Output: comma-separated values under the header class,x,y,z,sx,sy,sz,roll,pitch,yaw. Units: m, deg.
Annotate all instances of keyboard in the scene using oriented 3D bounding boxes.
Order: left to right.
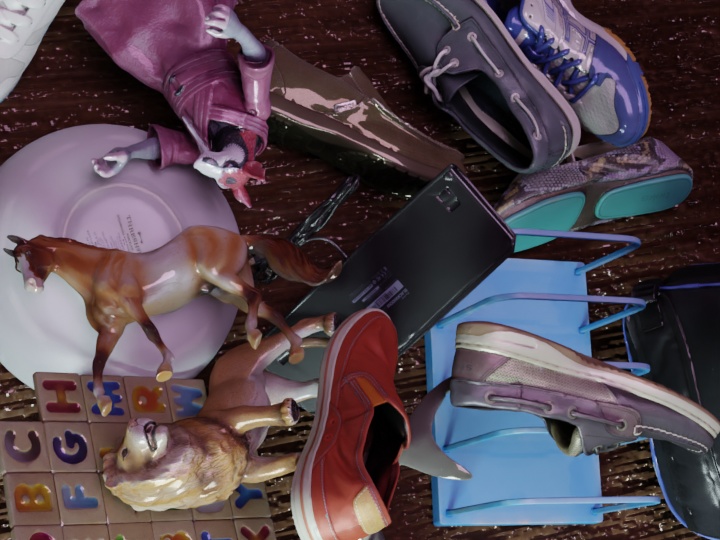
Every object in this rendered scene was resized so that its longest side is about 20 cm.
class,x,y,z,sx,sy,sz,roll,pitch,yaw
keyboard,0.000,0.000,1.089,0.200,0.021,0.127,-42,94,11

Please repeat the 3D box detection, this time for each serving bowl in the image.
class,x,y,z,sx,sy,sz,roll,pitch,yaw
serving bowl,-0.168,-0.010,1.058,0.197,0.066,0.203,5,76,-20

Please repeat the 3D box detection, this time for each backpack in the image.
class,x,y,z,sx,sy,sz,roll,pitch,yaw
backpack,0.310,0.094,1.165,0.146,0.181,0.203,-16,98,-49

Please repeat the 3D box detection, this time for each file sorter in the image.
class,x,y,z,sx,sy,sz,roll,pitch,yaw
file sorter,0.134,0.078,1.129,0.137,0.123,0.203,3,76,-22

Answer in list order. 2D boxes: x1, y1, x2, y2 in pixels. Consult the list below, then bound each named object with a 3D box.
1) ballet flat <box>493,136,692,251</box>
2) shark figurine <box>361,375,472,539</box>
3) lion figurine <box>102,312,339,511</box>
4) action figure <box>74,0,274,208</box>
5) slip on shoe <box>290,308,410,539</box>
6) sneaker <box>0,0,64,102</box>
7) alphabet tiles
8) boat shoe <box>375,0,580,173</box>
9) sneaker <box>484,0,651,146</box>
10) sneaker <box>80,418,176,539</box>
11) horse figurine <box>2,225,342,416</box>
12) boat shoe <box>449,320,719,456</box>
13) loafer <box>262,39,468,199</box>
class,x,y,z,sx,sy,sz,roll,pitch,yaw
ballet flat,0.166,-0.065,1.216,0.198,0.072,0.073,-14,83,-25
shark figurine,0.011,0.172,1.069,0.126,0.217,0.090,2,32,3
lion figurine,-0.082,0.093,1.018,0.200,0.121,0.073,-50,127,-65
action figure,-0.114,-0.126,1.068,0.133,0.149,0.202,-32,72,16
slip on shoe,0.005,0.097,0.989,0.201,0.060,0.075,-75,147,-53
sneaker,-0.237,-0.200,1.068,0.076,0.081,0.202,31,69,-14
alphabet tiles,-0.138,0.145,0.991,0.198,0.006,0.168,6,61,-42
boat shoe,0.079,-0.151,1.170,0.200,0.073,0.062,46,45,7
sneaker,0.143,-0.173,1.204,0.088,0.075,0.201,-21,69,-45
sneaker,-0.145,0.186,1.022,0.104,0.075,0.203,0,66,-40
horse figurine,-0.115,0.015,0.996,0.198,0.050,0.133,-16,52,-19
boat shoe,0.146,0.091,1.029,0.198,0.072,0.066,21,82,-19
loafer,-0.004,-0.112,1.144,0.198,0.076,0.068,23,76,-16
